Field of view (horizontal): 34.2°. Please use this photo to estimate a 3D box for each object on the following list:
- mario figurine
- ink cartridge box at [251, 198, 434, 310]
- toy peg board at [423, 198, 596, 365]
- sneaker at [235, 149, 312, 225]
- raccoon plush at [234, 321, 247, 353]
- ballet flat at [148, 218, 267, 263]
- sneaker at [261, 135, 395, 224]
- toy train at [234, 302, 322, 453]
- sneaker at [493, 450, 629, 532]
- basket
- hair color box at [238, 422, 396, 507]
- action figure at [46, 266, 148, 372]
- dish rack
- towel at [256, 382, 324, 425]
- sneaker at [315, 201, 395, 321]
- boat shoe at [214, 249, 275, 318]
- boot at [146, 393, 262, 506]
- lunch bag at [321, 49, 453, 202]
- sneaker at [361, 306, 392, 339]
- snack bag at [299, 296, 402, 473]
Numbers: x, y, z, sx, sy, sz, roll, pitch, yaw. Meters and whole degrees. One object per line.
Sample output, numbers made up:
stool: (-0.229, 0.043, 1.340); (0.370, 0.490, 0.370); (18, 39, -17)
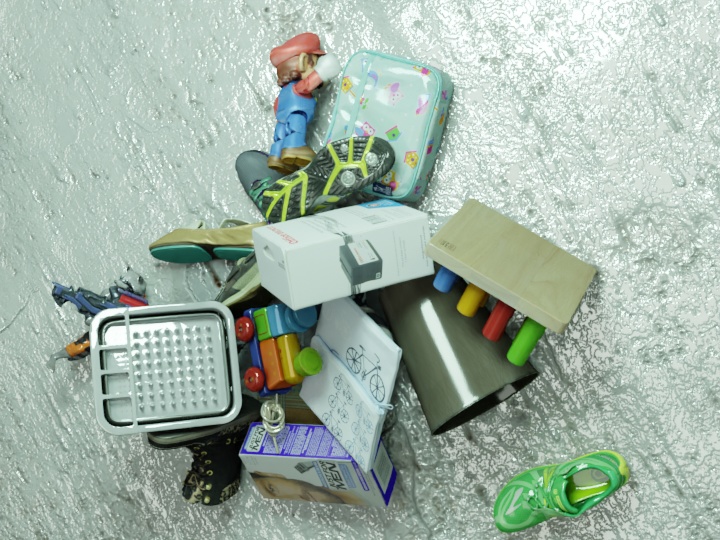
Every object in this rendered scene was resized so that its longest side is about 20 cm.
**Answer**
mario figurine: (-0.073, -0.238, 1.655); (0.122, 0.106, 0.203); (0, 76, 23)
ink cartridge box: (-0.024, -0.025, 1.519); (0.198, 0.145, 0.085); (-14, 107, -19)
toy peg board: (0.183, 0.021, 1.526); (0.198, 0.200, 0.099); (30, 118, 9)
sneaker: (-0.118, -0.096, 1.680); (0.074, 0.087, 0.200); (-43, 79, 16)
raccoon plush: (-0.235, 0.115, 1.734); (0.134, 0.198, 0.098); (29, 135, 53)
ballet flat: (-0.218, -0.045, 1.740); (0.197, 0.069, 0.064); (2, 65, 17)
sneaker: (-0.042, -0.129, 1.591); (0.198, 0.076, 0.076); (-23, 92, 17)
toy train: (-0.095, 0.140, 1.597); (0.115, 0.084, 0.203); (-21, 77, 46)
sneaker: (0.261, 0.296, 1.569); (0.199, 0.083, 0.075); (-28, 84, 19)
basket: (0.118, 0.095, 1.579); (0.201, 0.179, 0.136); (59, 147, 15)
hair color box: (-0.060, 0.274, 1.655); (0.198, 0.065, 0.110); (0, 135, 24)
action figure: (-0.398, 0.074, 1.770); (0.199, 0.105, 0.194); (34, 98, -28)
dish rack: (-0.268, 0.135, 1.610); (0.197, 0.044, 0.174); (-4, 77, -13)
towel: (-0.060, 0.203, 1.710); (0.197, 0.022, 0.149); (3, 93, 20)
sneaker: (0.000, 0.000, 1.655); (0.200, 0.070, 0.109); (-44, 119, -12)
boat shoe: (-0.155, 0.011, 1.686); (0.200, 0.071, 0.067); (-36, 63, 48)
boot: (-0.230, 0.266, 1.679); (0.073, 0.199, 0.152); (27, 114, 32)
lunch bag: (0.031, -0.199, 1.629); (0.159, 0.077, 0.202); (19, 99, 17)
sneaker: (0.004, 0.143, 1.635); (0.077, 0.080, 0.202); (3, 122, -16)
snack bag: (-0.016, 0.137, 1.561); (0.189, 0.021, 0.202); (46, 131, 43)
